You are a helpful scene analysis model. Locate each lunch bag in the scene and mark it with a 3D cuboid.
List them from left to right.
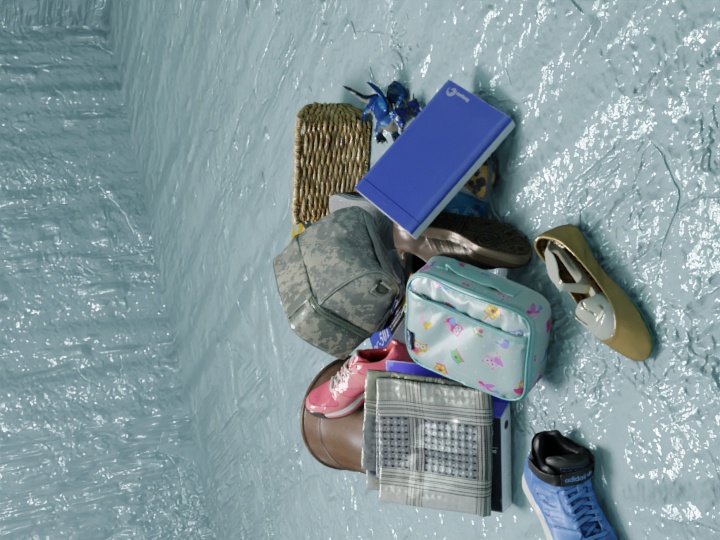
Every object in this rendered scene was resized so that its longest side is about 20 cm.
[{"bbox_3d":[-0.027,0.011,1.452,0.168,0.139,0.201,-46,34,22],"label":"lunch bag"},{"bbox_3d":[0.147,0.072,1.246,0.199,0.077,0.161,20,132,28],"label":"lunch bag"}]

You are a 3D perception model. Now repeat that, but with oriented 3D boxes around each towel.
[{"bbox_3d":[0.091,0.245,1.348,0.199,0.035,0.194,5,103,25],"label":"towel"}]

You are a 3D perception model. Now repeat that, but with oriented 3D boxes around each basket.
[{"bbox_3d":[-0.077,-0.198,1.709,0.143,0.148,0.201,-138,45,-56],"label":"basket"}]

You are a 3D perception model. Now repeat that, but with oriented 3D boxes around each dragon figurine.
[{"bbox_3d":[0.039,-0.273,1.532,0.100,0.059,0.200,105,148,-41],"label":"dragon figurine"}]

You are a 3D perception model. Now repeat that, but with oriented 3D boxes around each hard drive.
[{"bbox_3d":[0.098,-0.153,1.284,0.200,0.025,0.132,-49,50,1],"label":"hard drive"}]

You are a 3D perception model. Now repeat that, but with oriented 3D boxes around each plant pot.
[{"bbox_3d":[0.033,0.253,1.550,0.198,0.199,0.202,9,105,58],"label":"plant pot"}]

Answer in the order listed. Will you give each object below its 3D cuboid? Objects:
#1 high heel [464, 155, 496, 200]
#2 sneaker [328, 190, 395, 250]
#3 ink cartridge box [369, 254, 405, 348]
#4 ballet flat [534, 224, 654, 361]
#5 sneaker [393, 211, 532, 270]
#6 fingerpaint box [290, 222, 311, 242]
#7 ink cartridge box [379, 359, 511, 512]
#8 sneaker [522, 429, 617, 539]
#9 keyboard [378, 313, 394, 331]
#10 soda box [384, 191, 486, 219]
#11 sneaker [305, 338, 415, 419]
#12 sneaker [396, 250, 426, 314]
[{"bbox_3d":[0.119,-0.134,1.366,0.200,0.071,0.143,-38,55,53],"label":"high heel"},{"bbox_3d":[0.029,-0.093,1.590,0.200,0.079,0.079,34,129,51],"label":"sneaker"},{"bbox_3d":[0.061,0.063,1.595,0.200,0.044,0.094,118,141,-53],"label":"ink cartridge box"},{"bbox_3d":[0.263,0.029,1.101,0.069,0.063,0.201,106,147,-43],"label":"ballet flat"},{"bbox_3d":[0.138,-0.030,1.290,0.199,0.070,0.076,19,130,25],"label":"sneaker"},{"bbox_3d":[-0.081,0.010,1.870,0.167,0.073,0.201,-127,38,-47],"label":"fingerpaint box"},{"bbox_3d":[0.120,0.239,1.377,0.197,0.043,0.201,3,101,26],"label":"ink cartridge box"},{"bbox_3d":[0.261,0.282,1.158,0.200,0.076,0.112,-117,20,-51],"label":"sneaker"},{"bbox_3d":[0.000,0.000,1.590,0.201,0.021,0.127,59,149,21],"label":"keyboard"},{"bbox_3d":[0.108,-0.090,1.415,0.200,0.067,0.065,-147,54,-60],"label":"soda box"},{"bbox_3d":[-0.005,0.159,1.466,0.087,0.199,0.074,59,-164,-30],"label":"sneaker"},{"bbox_3d":[0.096,-0.022,1.417,0.201,0.069,0.090,-91,9,-46],"label":"sneaker"}]
